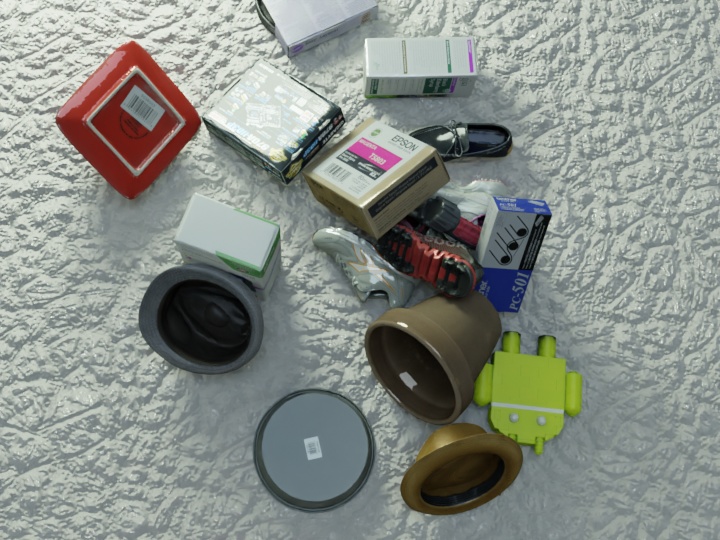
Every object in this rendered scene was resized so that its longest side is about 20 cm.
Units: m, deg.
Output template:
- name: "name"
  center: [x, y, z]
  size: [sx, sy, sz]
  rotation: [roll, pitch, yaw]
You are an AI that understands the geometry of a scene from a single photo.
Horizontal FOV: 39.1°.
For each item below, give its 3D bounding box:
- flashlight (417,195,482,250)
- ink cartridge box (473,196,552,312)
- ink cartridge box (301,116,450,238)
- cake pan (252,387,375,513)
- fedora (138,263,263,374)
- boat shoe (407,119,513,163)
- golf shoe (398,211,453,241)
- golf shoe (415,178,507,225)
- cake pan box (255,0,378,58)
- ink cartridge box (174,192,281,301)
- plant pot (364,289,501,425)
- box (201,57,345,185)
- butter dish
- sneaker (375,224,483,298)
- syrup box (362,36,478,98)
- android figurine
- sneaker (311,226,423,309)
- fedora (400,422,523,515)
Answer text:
- name: "flashlight"
  center: [0.192, -0.062, 1.680]
  size: [0.200, 0.068, 0.068]
  rotation: [28, 103, -34]
- name: "ink cartridge box"
  center: [0.237, -0.024, 1.654]
  size: [0.094, 0.201, 0.044]
  rotation: [4, 36, -13]
- name: "ink cartridge box"
  center: [0.022, -0.158, 1.691]
  size: [0.165, 0.075, 0.200]
  rotation: [-40, 39, -13]
- name: "cake pan"
  center: [-0.073, 0.285, 1.624]
  size: [0.199, 0.037, 0.201]
  rotation: [1, 74, -3]
- name: "fedora"
  center: [-0.248, 0.072, 1.634]
  size: [0.199, 0.090, 0.178]
  rotation: [19, 102, -1]
- name: "boat shoe"
  center: [0.173, -0.228, 1.783]
  size: [0.199, 0.062, 0.075]
  rotation: [-1, 75, -2]
- name: "golf shoe"
  center: [0.113, -0.043, 1.710]
  size: [0.199, 0.088, 0.077]
  rotation: [32, 72, 5]
- name: "golf shoe"
  center: [0.157, -0.108, 1.741]
  size: [0.199, 0.075, 0.092]
  rotation: [-1, 77, -3]
- name: "cake pan box"
  center: [-0.094, -0.506, 1.856]
  size: [0.199, 0.052, 0.185]
  rotation: [-28, 75, -12]
- name: "ink cartridge box"
  center: [-0.207, -0.033, 1.628]
  size: [0.145, 0.200, 0.088]
  rotation: [20, 76, 2]
- name: "plant pot"
  center: [0.134, 0.118, 1.624]
  size: [0.174, 0.200, 0.200]
  rotation: [-37, 78, -32]
- name: "box"
  center: [-0.150, -0.261, 1.753]
  size: [0.200, 0.046, 0.159]
  rotation: [35, 74, 24]
- name: "butter dish"
  center: [-0.408, -0.257, 1.718]
  size: [0.200, 0.148, 0.200]
  rotation: [-51, 124, -15]
- name: "sneaker"
  center: [0.115, -0.021, 1.643]
  size: [0.200, 0.098, 0.071]
  rotation: [29, 114, 29]
- name: "syrup box"
  center: [0.105, -0.361, 1.809]
  size: [0.199, 0.079, 0.082]
  rotation: [-1, 73, -4]
- name: "android figurine"
  center: [0.274, 0.202, 1.671]
  size: [0.181, 0.041, 0.201]
  rotation: [8, 71, -1]
- name: "sneaker"
  center: [0.000, 0.000, 1.698]
  size: [0.199, 0.076, 0.092]
  rotation: [27, 78, 6]
- name: "fedora"
  center: [0.151, 0.299, 1.586]
  size: [0.200, 0.201, 0.082]
  rotation: [-12, 42, -7]
